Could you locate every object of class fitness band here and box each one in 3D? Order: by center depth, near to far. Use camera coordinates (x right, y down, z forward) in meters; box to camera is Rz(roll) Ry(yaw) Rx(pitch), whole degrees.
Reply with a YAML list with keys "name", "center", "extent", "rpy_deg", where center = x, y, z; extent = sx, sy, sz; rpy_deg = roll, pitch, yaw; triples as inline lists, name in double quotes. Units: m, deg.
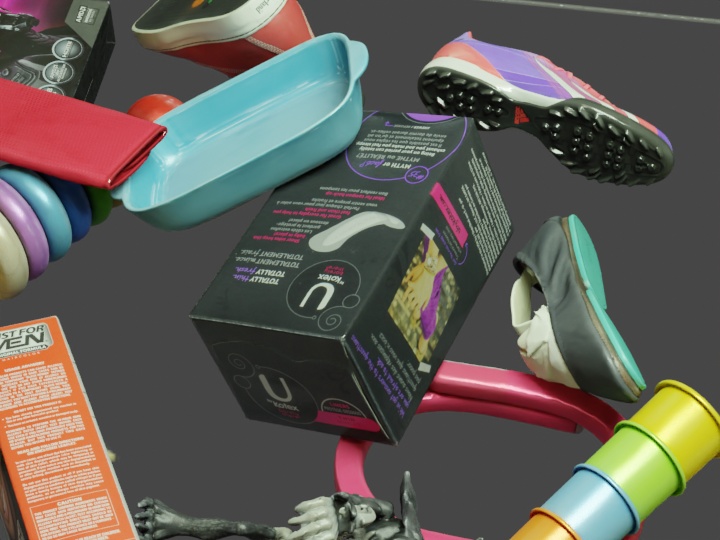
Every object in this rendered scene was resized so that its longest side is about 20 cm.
- name: "fitness band"
  center: [0.082, 0.131, 1.087]
  extent: [0.199, 0.037, 0.144]
  rpy_deg: [10, 55, 8]

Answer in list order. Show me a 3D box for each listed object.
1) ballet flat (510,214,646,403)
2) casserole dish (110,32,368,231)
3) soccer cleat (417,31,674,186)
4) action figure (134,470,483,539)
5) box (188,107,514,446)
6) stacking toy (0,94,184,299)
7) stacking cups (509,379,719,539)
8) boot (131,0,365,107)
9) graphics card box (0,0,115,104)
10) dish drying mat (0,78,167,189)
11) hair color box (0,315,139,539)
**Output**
- name: "ballet flat"
  center: [0.134, 0.034, 1.118]
  extent: [0.073, 0.073, 0.200]
  rpy_deg: [-3, 31, -3]
- name: "casserole dish"
  center: [-0.075, -0.088, 1.156]
  extent: [0.199, 0.039, 0.121]
  rpy_deg: [-25, 32, 13]
- name: "soccer cleat"
  center: [0.143, -0.124, 1.268]
  extent: [0.199, 0.068, 0.073]
  rpy_deg: [21, 50, 18]
- name: "action figure"
  center: [-0.029, 0.179, 0.997]
  extent: [0.199, 0.119, 0.102]
  rpy_deg: [0, 8, 5]
- name: "box"
  center: [0.000, 0.000, 1.121]
  extent: [0.122, 0.106, 0.200]
  rpy_deg: [7, 49, 33]
- name: "stacking toy"
  center: [-0.198, -0.066, 1.210]
  extent: [0.085, 0.086, 0.200]
  rpy_deg: [35, 55, 24]
- name: "stacking cups"
  center: [0.134, 0.151, 1.025]
  extent: [0.200, 0.061, 0.060]
  rpy_deg: [-40, 62, -19]
- name: "boot"
  center: [-0.082, -0.150, 1.284]
  extent: [0.072, 0.144, 0.200]
  rpy_deg: [-50, 29, -17]
- name: "graphics card box"
  center: [-0.296, -0.157, 1.294]
  extent: [0.199, 0.051, 0.126]
  rpy_deg: [10, 52, 5]
- name: "dish drying mat"
  center: [-0.236, -0.100, 1.189]
  extent: [0.199, 0.018, 0.077]
  rpy_deg: [17, 42, 21]
- name: "hair color box"
  center: [-0.181, 0.135, 1.021]
  extent: [0.061, 0.102, 0.200]
  rpy_deg: [-12, 46, -18]
